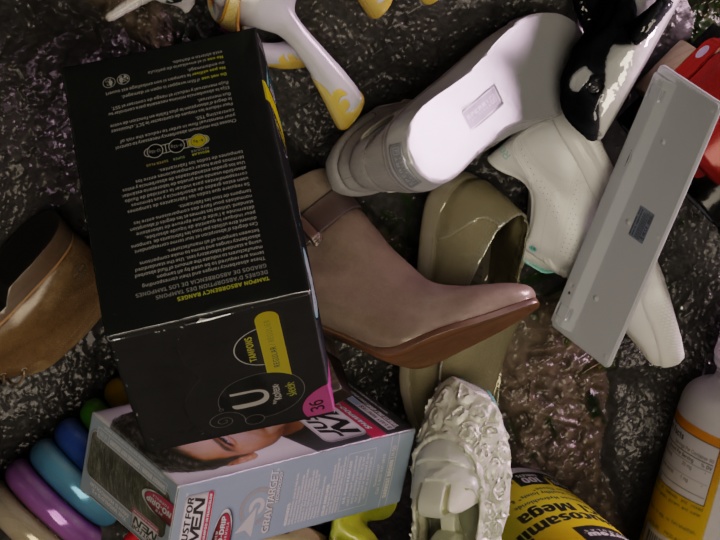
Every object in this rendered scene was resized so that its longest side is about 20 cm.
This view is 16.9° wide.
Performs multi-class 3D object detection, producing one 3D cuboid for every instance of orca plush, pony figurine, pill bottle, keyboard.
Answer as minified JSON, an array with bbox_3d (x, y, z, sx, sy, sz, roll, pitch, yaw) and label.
[{"bbox_3d":[0.175,-0.187,1.603,0.071,0.105,0.201,29,93,5],"label":"orca plush"},{"bbox_3d":[-0.045,-0.204,1.519,0.199,0.167,0.194,25,109,-35],"label":"pony figurine"},{"bbox_3d":[0.269,0.141,1.713,0.110,0.111,0.201,10,105,-17],"label":"pill bottle"},{"bbox_3d":[0.140,0.220,1.652,0.112,0.200,0.113,-8,111,-22],"label":"pill bottle"},{"bbox_3d":[0.181,-0.034,1.599,0.011,0.056,0.201,-11,129,-50],"label":"keyboard"}]

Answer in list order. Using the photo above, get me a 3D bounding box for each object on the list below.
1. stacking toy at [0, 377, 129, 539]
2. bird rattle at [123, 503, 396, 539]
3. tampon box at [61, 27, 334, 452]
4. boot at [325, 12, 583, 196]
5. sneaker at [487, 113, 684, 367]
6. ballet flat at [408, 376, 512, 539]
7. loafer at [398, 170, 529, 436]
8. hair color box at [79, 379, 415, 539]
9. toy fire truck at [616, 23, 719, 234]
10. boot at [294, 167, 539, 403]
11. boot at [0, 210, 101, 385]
[{"bbox_3d":[-0.160,0.105,1.619,0.085,0.085,0.200,42,87,-22],"label":"stacking toy"},{"bbox_3d":[-0.067,0.214,1.664,0.198,0.113,0.164,6,122,-12],"label":"bird rattle"},{"bbox_3d":[-0.097,-0.018,1.493,0.125,0.201,0.150,-12,149,-1],"label":"tampon box"},{"bbox_3d":[0.061,-0.110,1.602,0.200,0.095,0.074,-33,107,-39],"label":"boot"},{"bbox_3d":[0.154,-0.013,1.666,0.088,0.075,0.201,-26,105,8],"label":"sneaker"},{"bbox_3d":[0.060,0.174,1.607,0.071,0.072,0.202,-1,100,-14],"label":"ballet flat"},{"bbox_3d":[0.075,0.036,1.643,0.075,0.068,0.202,-16,113,-43],"label":"loafer"},{"bbox_3d":[-0.072,0.123,1.583,0.199,0.099,0.061,-11,123,-40],"label":"hair color box"},{"bbox_3d":[0.267,-0.048,1.604,0.129,0.200,0.176,-44,112,2],"label":"toy fire truck"},{"bbox_3d":[0.000,0.000,1.593,0.199,0.070,0.147,-22,72,-2],"label":"boot"},{"bbox_3d":[-0.244,0.058,1.586,0.200,0.074,0.075,-44,122,0],"label":"boot"}]
